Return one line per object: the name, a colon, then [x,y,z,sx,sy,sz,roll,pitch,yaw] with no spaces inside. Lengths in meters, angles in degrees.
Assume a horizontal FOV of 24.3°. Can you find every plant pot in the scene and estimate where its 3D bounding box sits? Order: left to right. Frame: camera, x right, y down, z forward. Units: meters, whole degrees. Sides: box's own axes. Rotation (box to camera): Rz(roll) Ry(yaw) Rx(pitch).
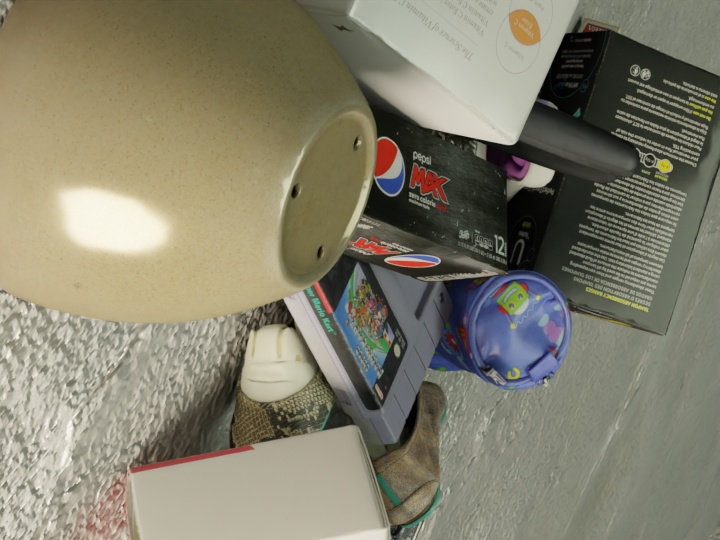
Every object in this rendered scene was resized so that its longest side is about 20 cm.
plant pot: [-0.071,-0.057,0.795,0.200,0.134,0.200,-48,149,-41]

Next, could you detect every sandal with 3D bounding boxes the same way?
sandal: [0.098,-0.094,1.212,0.203,0.050,0.083,161,-64,-79]

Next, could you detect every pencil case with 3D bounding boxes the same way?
pencil case: [0.089,0.041,1.200,0.078,0.087,0.200,-29,-173,-11]

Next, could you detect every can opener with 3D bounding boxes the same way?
can opener: [0.084,-0.099,1.048,0.063,0.200,0.079,-172,-76,-81]

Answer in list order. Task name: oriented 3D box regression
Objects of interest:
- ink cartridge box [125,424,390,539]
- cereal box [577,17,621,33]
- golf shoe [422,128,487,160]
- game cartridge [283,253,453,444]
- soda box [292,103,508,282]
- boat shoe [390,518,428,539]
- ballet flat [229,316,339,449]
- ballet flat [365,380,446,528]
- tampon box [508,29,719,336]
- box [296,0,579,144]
ink cartridge box: [-0.058,0.199,1.031,0.200,0.146,0.083,88,-11,-46]
cereal box: [0.175,-0.100,1.452,0.200,0.039,0.144,-60,156,-21]
golf shoe: [0.063,-0.084,1.165,0.088,0.077,0.200,-61,162,-48]
game cartridge: [0.000,0.000,1.043,0.200,0.038,0.130,63,34,-39]
soda box: [0.011,-0.046,0.968,0.200,0.063,0.071,20,67,-53]
boat shoe: [-0.007,0.211,1.257,0.200,0.075,0.093,-61,166,-17]
ballet flat: [-0.035,0.045,1.075,0.200,0.068,0.075,-54,140,-43]
ballet flat: [0.026,0.115,1.242,0.068,0.067,0.200,-42,-165,12]
tampon box: [0.180,-0.068,1.287,0.150,0.126,0.200,19,-90,70]
box: [0.044,-0.195,0.910,0.152,0.106,0.200,32,80,-43]
